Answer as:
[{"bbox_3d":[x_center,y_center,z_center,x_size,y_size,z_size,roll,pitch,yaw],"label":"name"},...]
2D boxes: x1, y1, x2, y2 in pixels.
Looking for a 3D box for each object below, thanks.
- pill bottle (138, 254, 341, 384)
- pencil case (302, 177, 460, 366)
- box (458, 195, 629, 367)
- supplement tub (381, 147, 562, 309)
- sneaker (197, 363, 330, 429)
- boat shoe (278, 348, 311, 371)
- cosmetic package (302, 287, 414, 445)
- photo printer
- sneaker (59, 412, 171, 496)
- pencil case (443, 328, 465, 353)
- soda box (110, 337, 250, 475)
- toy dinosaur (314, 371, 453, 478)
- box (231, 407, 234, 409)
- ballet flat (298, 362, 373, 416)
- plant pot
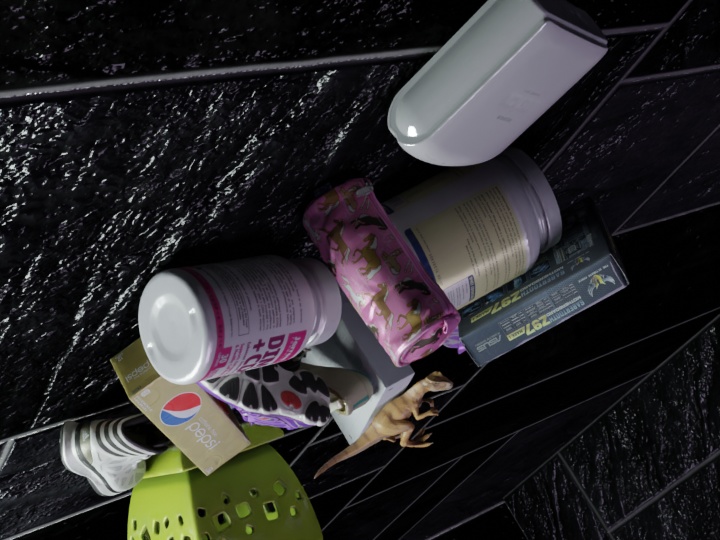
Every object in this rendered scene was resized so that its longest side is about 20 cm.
[{"bbox_3d":[-0.119,0.044,1.189,0.198,0.114,0.114,-10,151,-47],"label":"pill bottle"},{"bbox_3d":[0.021,0.000,1.168,0.082,0.201,0.087,-26,158,-17],"label":"pencil case"},{"bbox_3d":[0.205,0.011,1.345,0.198,0.051,0.158,-31,-158,16],"label":"box"},{"bbox_3d":[0.112,-0.040,1.295,0.198,0.146,0.145,-27,160,-13],"label":"supplement tub"},{"bbox_3d":[-0.118,0.142,1.281,0.083,0.082,0.199,-27,141,29],"label":"sneaker"},{"bbox_3d":[-0.090,0.088,1.353,0.071,0.063,0.202,-27,149,-60],"label":"boat shoe"},{"bbox_3d":[-0.011,0.121,1.478,0.051,0.152,0.201,-22,159,-24],"label":"cosmetic package"},{"bbox_3d":[0.126,-0.178,1.106,0.200,0.070,0.165,-43,158,25],"label":"photo printer"},{"bbox_3d":[-0.269,0.221,1.378,0.113,0.077,0.201,-8,160,8],"label":"sneaker"},{"bbox_3d":[0.140,0.042,1.622,0.083,0.086,0.201,-32,162,-13],"label":"pencil case"},{"bbox_3d":[-0.198,0.150,1.295,0.067,0.064,0.201,-35,141,-5],"label":"soda box"},{"bbox_3d":[0.032,0.192,1.429,0.200,0.061,0.106,-42,137,4],"label":"toy dinosaur"},{"bbox_3d":[-0.198,0.149,1.427,0.118,0.042,0.200,-29,162,-10],"label":"box"},{"bbox_3d":[-0.078,0.143,1.410,0.198,0.071,0.069,4,-177,35],"label":"ballet flat"},{"bbox_3d":[-0.195,0.305,1.525,0.198,0.184,0.198,-12,176,-42],"label":"plant pot"}]
